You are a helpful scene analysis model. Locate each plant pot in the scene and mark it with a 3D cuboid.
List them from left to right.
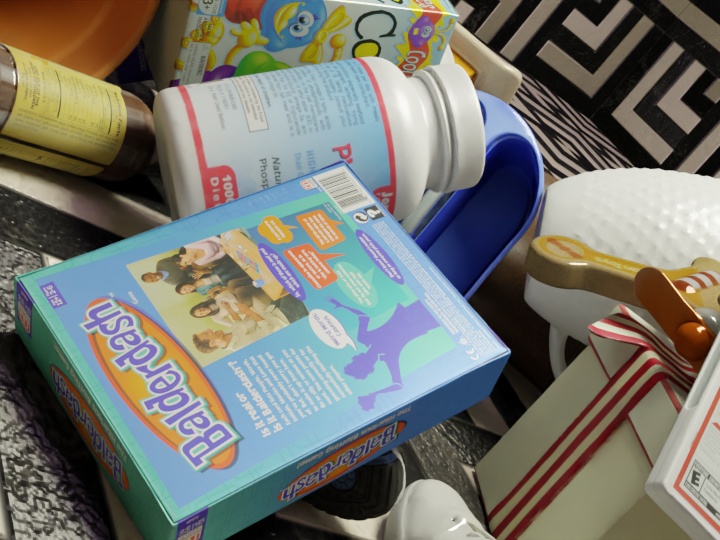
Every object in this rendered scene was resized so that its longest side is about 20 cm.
[{"bbox_3d":[-0.241,-0.224,0.745,0.140,0.202,0.199,33,11,35],"label":"plant pot"},{"bbox_3d":[0.173,0.011,1.042,0.197,0.201,0.200,35,17,7],"label":"plant pot"}]

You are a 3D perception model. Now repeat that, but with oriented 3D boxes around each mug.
[{"bbox_3d":[0.212,0.022,0.876,0.173,0.202,0.148,12,18,6],"label":"mug"}]

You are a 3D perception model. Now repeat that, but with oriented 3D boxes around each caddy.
[{"bbox_3d":[0.056,-0.048,0.918,0.141,0.200,0.105,40,2,9],"label":"caddy"}]

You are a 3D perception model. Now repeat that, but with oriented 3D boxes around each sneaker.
[{"bbox_3d":[-0.041,0.054,0.657,0.200,0.076,0.077,48,24,17],"label":"sneaker"},{"bbox_3d":[0.069,0.165,0.600,0.075,0.089,0.201,32,19,-21],"label":"sneaker"}]

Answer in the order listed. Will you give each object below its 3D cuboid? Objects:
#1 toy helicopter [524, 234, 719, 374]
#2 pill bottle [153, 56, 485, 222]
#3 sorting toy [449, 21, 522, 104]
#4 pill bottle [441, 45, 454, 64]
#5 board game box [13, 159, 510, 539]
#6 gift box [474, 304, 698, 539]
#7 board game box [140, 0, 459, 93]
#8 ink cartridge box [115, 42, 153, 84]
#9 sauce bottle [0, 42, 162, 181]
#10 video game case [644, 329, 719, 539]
[{"bbox_3d":[0.197,0.021,0.729,0.198,0.080,0.132,17,30,17],"label":"toy helicopter"},{"bbox_3d":[-0.026,-0.076,0.739,0.198,0.110,0.109,-12,38,-12],"label":"pill bottle"},{"bbox_3d":[0.037,-0.176,1.102,0.200,0.186,0.036,40,46,11],"label":"sorting toy"},{"bbox_3d":[-0.020,-0.170,1.053,0.199,0.114,0.112,8,-6,39],"label":"pill bottle"},{"bbox_3d":[-0.048,0.035,0.575,0.199,0.045,0.152,-22,59,-32],"label":"board game box"},{"bbox_3d":[0.191,0.145,0.742,0.199,0.187,0.185,33,19,-24],"label":"gift box"},{"bbox_3d":[-0.047,-0.179,0.840,0.198,0.106,0.103,0,43,-26],"label":"board game box"},{"bbox_3d":[-0.100,-0.226,0.881,0.198,0.199,0.044,-12,48,-10],"label":"ink cartridge box"},{"bbox_3d":[-0.179,-0.092,0.743,0.065,0.065,0.199,51,18,29],"label":"sauce bottle"},{"bbox_3d":[0.246,0.086,0.645,0.143,0.017,0.201,44,61,-14],"label":"video game case"}]
